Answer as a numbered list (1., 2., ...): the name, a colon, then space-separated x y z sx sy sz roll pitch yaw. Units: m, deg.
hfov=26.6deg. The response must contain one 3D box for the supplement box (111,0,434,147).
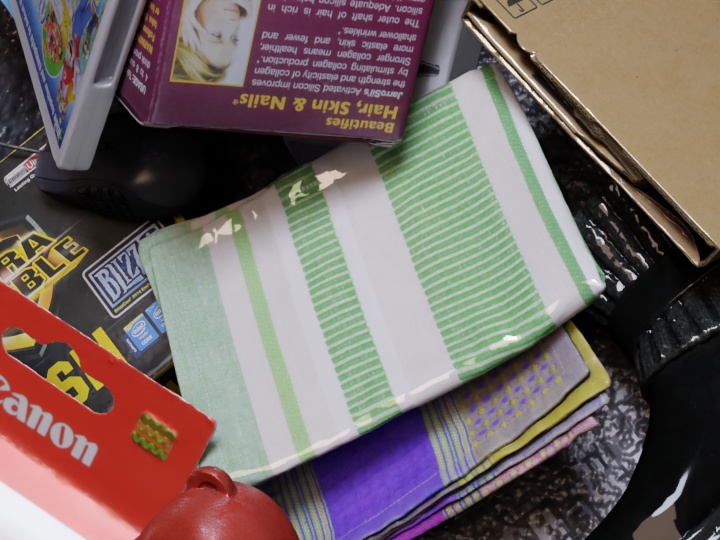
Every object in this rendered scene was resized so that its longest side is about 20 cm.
1. supplement box: -0.035 -0.168 0.675 0.103 0.130 0.201 45 127 53

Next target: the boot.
1. boot: 0.132 0.049 0.691 0.211 0.080 0.158 -42 70 -14

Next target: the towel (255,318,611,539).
1. towel: 0.012 0.058 0.712 0.199 0.023 0.144 -33 48 14

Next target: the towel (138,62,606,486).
1. towel: 0.000 0.000 0.703 0.199 0.023 0.153 -26 55 7

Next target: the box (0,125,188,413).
1. box: -0.172 0.030 0.790 0.200 0.049 0.160 -39 67 -4

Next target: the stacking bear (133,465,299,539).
1. stacking bear: -0.017 0.173 0.632 0.200 0.122 0.114 46 42 5

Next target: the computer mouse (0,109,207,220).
1. computer mouse: -0.170 -0.068 0.785 0.198 0.034 0.059 12 72 17

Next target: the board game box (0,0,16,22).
1. board game box: -0.115 -0.212 0.798 0.200 0.040 0.153 -40 72 7

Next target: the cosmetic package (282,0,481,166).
1. cosmetic package: 0.026 -0.145 0.810 0.082 0.051 0.202 9 71 16

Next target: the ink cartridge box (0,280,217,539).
1. ink cartridge box: -0.176 0.114 0.692 0.162 0.050 0.201 32 112 9

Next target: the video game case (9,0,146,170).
1. video game case: -0.118 -0.165 0.673 0.018 0.201 0.144 0 48 -29

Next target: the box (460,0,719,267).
1. box: 0.170 -0.104 0.717 0.199 0.021 0.164 -30 70 -32
